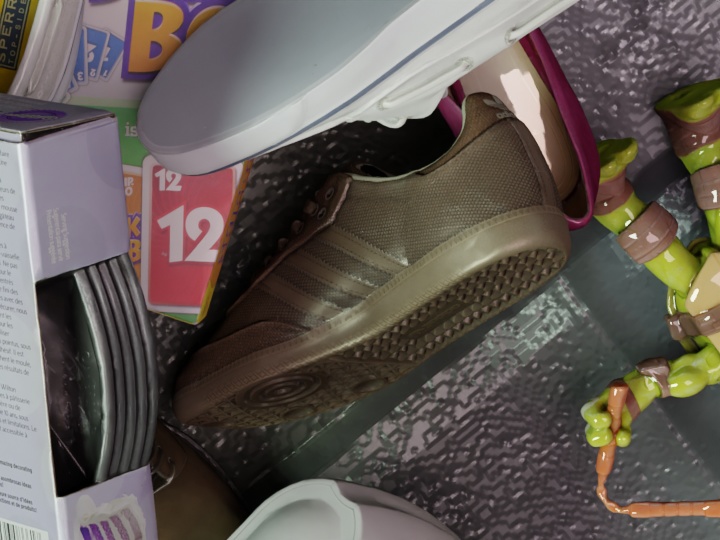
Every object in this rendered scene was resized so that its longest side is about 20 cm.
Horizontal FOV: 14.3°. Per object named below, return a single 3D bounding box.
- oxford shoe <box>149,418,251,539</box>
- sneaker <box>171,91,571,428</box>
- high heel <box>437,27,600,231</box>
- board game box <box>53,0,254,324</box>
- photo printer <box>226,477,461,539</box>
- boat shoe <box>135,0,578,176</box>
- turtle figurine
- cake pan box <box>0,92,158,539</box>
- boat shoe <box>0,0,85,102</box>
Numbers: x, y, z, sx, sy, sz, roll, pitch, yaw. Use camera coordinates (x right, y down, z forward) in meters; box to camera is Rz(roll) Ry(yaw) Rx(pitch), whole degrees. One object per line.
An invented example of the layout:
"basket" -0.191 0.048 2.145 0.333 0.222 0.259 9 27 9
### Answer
"oxford shoe" -0.103 0.083 1.159 0.073 0.084 0.200 -47 114 -5
"sneaker" 0.000 0.000 1.156 0.199 0.076 0.070 -28 155 31
"high heel" 0.037 -0.106 1.143 0.067 0.096 0.201 -25 110 -8
"board game box" -0.079 -0.088 1.137 0.095 0.030 0.201 18 97 2
"photo printer" -0.028 0.183 1.187 0.200 0.069 0.166 -47 138 1
"boat shoe" 0.011 -0.085 1.096 0.199 0.074 0.065 -29 134 6
"turtle figurine" 0.164 0.002 1.225 0.199 0.064 0.162 -28 103 2
"cake pan box" -0.157 0.023 1.071 0.052 0.199 0.185 -21 111 -41
"boat shoe" -0.134 -0.149 1.078 0.074 0.086 0.203 12 99 5
